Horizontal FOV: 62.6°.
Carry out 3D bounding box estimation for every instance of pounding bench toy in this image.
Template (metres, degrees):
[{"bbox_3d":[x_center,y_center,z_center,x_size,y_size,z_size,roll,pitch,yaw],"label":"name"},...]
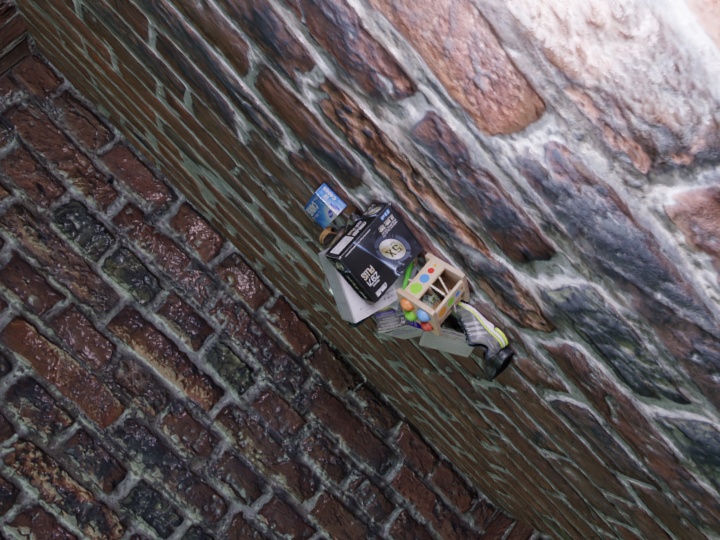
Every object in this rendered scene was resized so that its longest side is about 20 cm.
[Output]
[{"bbox_3d":[0.159,0.052,1.563,0.199,0.156,0.125,33,162,32],"label":"pounding bench toy"}]

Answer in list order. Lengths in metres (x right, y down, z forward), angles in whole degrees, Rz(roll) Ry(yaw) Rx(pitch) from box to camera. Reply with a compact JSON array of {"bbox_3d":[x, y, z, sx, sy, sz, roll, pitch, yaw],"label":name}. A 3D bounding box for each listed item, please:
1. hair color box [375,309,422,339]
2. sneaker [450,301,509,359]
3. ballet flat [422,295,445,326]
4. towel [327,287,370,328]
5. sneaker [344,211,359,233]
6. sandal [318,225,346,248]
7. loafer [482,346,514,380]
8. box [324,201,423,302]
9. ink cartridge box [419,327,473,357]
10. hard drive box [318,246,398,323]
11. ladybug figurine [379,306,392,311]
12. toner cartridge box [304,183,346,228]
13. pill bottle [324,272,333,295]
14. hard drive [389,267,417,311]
[{"bbox_3d":[0.140,0.168,1.864,0.109,0.065,0.200,-15,163,24],"label":"hair color box"},{"bbox_3d":[0.306,0.159,1.619,0.200,0.081,0.074,38,163,18],"label":"sneaker"},{"bbox_3d":[0.215,0.121,1.767,0.072,0.072,0.201,33,161,31],"label":"ballet flat"},{"bbox_3d":[-0.015,0.090,1.868,0.022,0.200,0.147,-32,88,32],"label":"towel"},{"bbox_3d":[-0.015,-0.102,1.733,0.074,0.079,0.200,41,163,14],"label":"sneaker"},{"bbox_3d":[-0.103,-0.116,1.918,0.054,0.082,0.200,39,174,-19],"label":"sandal"},{"bbox_3d":[0.387,0.258,1.715,0.072,0.073,0.201,46,157,23],"label":"loafer"},{"bbox_3d":[0.037,-0.049,1.517,0.164,0.200,0.086,51,162,-26],"label":"box"},{"bbox_3d":[0.266,0.194,1.765,0.160,0.050,0.200,14,155,5],"label":"ink cartridge box"},{"bbox_3d":[-0.003,0.016,1.600,0.077,0.155,0.201,9,121,59],"label":"hard drive box"},{"bbox_3d":[0.086,0.062,1.821,0.072,0.137,0.199,19,156,-38],"label":"ladybug figurine"},{"bbox_3d":[-0.110,-0.192,1.796,0.095,0.043,0.200,43,164,-5],"label":"toner cartridge box"},{"bbox_3d":[0.000,0.000,1.752,0.199,0.120,0.120,-32,108,35],"label":"pill bottle"},{"bbox_3d":[0.077,0.030,1.765,0.027,0.133,0.199,19,-178,-37],"label":"hard drive"}]
